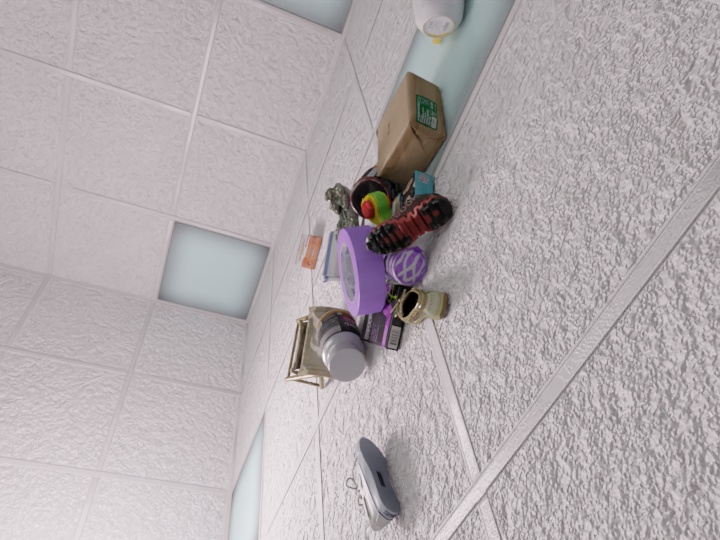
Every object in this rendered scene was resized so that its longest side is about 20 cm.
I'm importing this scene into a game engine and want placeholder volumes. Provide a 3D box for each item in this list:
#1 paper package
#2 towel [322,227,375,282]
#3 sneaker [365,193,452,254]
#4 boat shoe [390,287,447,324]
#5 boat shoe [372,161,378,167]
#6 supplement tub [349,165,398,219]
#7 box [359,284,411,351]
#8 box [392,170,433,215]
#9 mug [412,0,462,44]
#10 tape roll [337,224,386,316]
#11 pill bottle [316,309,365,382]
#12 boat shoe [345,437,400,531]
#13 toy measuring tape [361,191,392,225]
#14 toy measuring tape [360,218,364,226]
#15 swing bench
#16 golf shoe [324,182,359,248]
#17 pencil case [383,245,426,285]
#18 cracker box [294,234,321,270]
[{"bbox_3d":[0.119,-0.341,1.371,0.192,0.101,0.203,123,156,-47],"label":"paper package"},{"bbox_3d":[-0.004,-0.041,1.448,0.024,0.196,0.150,43,-132,-56],"label":"towel"},{"bbox_3d":[0.100,-0.102,1.181,0.198,0.071,0.098,-29,21,16],"label":"sneaker"},{"bbox_3d":[0.108,0.066,1.130,0.200,0.061,0.075,153,129,-69],"label":"boat shoe"},{"bbox_3d":[0.058,-0.277,1.604,0.200,0.071,0.077,-39,24,52],"label":"boat shoe"},{"bbox_3d":[0.042,-0.209,1.452,0.200,0.105,0.108,-60,-7,-65],"label":"supplement tub"},{"bbox_3d":[0.055,0.106,1.321,0.200,0.035,0.146,172,111,-74],"label":"box"},{"bbox_3d":[0.107,-0.137,1.327,0.201,0.048,0.084,125,154,-52],"label":"box"},{"bbox_3d":[0.200,-0.649,1.367,0.147,0.185,0.157,-10,72,36],"label":"mug"},{"bbox_3d":[0.000,0.000,1.298,0.200,0.064,0.205,172,90,-76],"label":"tape roll"},{"bbox_3d":[-0.050,0.193,1.456,0.201,0.114,0.118,-117,44,-65],"label":"pill bottle"},{"bbox_3d":[0.015,0.426,1.108,0.087,0.074,0.203,-52,29,14],"label":"boat shoe"},{"bbox_3d":[0.057,-0.136,1.282,0.199,0.072,0.075,34,109,52],"label":"toy measuring tape"},{"bbox_3d":[0.025,-0.095,1.521,0.073,0.072,0.204,152,136,-68],"label":"toy measuring tape"},{"bbox_3d":[-0.126,0.227,1.657,0.200,0.127,0.203,137,144,-61],"label":"swing bench"},{"bbox_3d":[-0.023,-0.124,1.439,0.077,0.097,0.204,-13,89,28],"label":"golf shoe"},{"bbox_3d":[0.082,-0.019,1.267,0.086,0.083,0.200,-54,18,-3],"label":"pencil case"},{"bbox_3d":[-0.222,-0.080,2.356,0.200,0.057,0.137,-166,90,-73],"label":"cracker box"}]
